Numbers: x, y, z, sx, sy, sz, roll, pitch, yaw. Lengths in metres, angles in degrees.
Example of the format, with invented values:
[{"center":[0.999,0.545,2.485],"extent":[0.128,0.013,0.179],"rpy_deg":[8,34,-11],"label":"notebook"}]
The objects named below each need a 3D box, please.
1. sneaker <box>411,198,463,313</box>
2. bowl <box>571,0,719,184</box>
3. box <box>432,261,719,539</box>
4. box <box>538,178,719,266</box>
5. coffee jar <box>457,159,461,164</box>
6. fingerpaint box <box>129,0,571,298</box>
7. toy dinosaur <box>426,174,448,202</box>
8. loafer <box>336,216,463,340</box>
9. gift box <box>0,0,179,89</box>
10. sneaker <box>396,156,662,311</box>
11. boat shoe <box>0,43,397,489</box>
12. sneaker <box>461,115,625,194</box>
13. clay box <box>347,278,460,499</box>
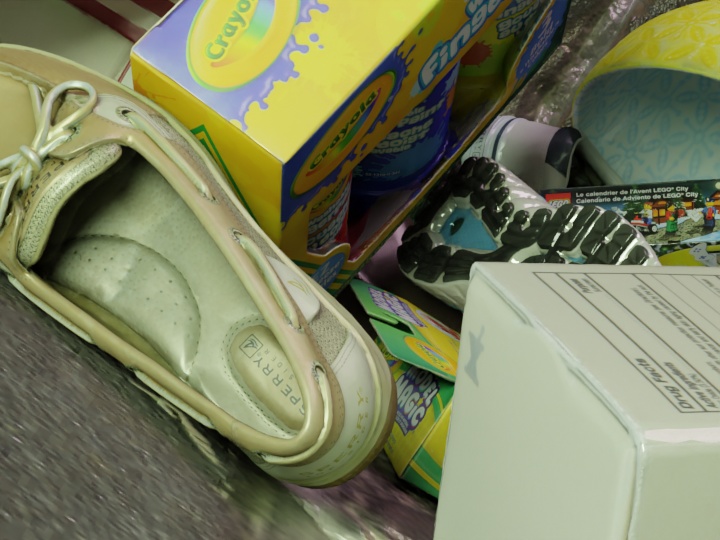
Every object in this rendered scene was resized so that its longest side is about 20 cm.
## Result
[{"center":[0.057,0.016,1.005],"extent":[0.078,0.085,0.200],"rpy_deg":[29,9,-33],"label":"sneaker"},{"center":[0.224,-0.083,1.067],"extent":[0.199,0.108,0.200],"rpy_deg":[30,-21,12],"label":"bowl"},{"center":[0.136,0.070,0.595],"extent":[0.198,0.110,0.128],"rpy_deg":[1,20,-18],"label":"box"},{"center":[0.172,0.020,1.080],"extent":[0.135,0.038,0.200],"rpy_deg":[-2,-30,9],"label":"box"},{"center":[0.016,-0.065,1.156],"extent":[0.200,0.085,0.105],"rpy_deg":[47,19,-23],"label":"coffee jar"},{"center":[0.007,-0.085,0.765],"extent":[0.073,0.200,0.167],"rpy_deg":[36,-23,14],"label":"fingerpaint box"},{"center":[0.004,-0.072,1.007],"extent":[0.102,0.077,0.200],"rpy_deg":[22,32,-6],"label":"toy dinosaur"},{"center":[0.000,0.000,0.905],"extent":[0.199,0.071,0.073],"rpy_deg":[37,8,18],"label":"loafer"},{"center":[-0.117,-0.156,0.968],"extent":[0.186,0.185,0.200],"rpy_deg":[31,11,-6],"label":"gift box"},{"center":[0.093,0.017,0.817],"extent":[0.090,0.079,0.200],"rpy_deg":[35,7,-29],"label":"sneaker"},{"center":[-0.073,-0.008,0.639],"extent":[0.201,0.073,0.063],"rpy_deg":[45,6,19],"label":"boat shoe"},{"center":[0.125,-0.014,1.117],"extent":[0.070,0.073,0.200],"rpy_deg":[11,-21,36],"label":"sneaker"},{"center":[0.073,0.080,0.808],"extent":[0.199,0.048,0.115],"rpy_deg":[31,8,-16],"label":"clay box"}]
